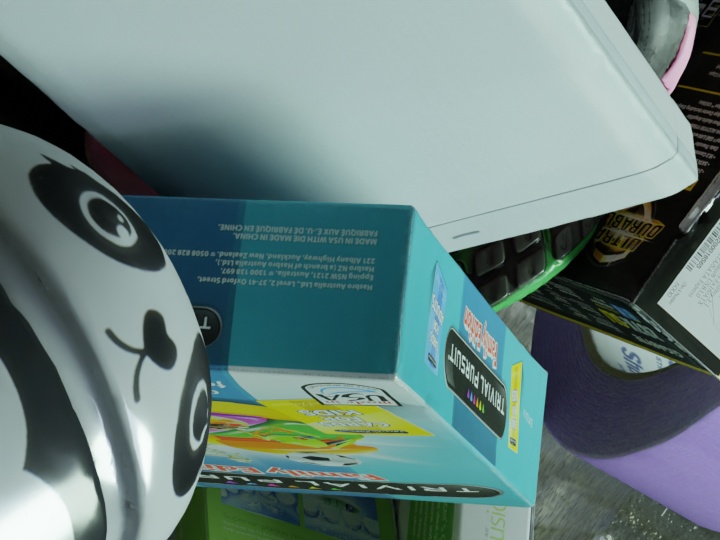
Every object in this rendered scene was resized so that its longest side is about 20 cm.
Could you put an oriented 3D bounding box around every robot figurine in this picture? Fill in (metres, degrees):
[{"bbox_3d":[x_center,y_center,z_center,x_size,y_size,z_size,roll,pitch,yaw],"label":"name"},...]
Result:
[{"bbox_3d":[-0.124,0.048,0.588,0.200,0.125,0.150,-33,153,-33],"label":"robot figurine"}]

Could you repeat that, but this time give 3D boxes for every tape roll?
[{"bbox_3d":[0.148,-0.008,0.981,0.200,0.066,0.200,-47,-154,31],"label":"tape roll"}]

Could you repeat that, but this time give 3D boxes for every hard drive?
[{"bbox_3d":[-0.007,-0.055,0.680,0.200,0.132,0.027,44,37,-57],"label":"hard drive"}]

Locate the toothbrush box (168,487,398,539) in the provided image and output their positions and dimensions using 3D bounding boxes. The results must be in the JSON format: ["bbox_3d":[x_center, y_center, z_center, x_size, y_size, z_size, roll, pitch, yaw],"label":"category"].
[{"bbox_3d":[-0.051,0.146,1.020,0.200,0.086,0.146,-100,-147,-55],"label":"toothbrush box"}]

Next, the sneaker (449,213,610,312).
[{"bbox_3d":[0.000,0.000,0.910,0.200,0.078,0.085,-24,165,27],"label":"sneaker"}]

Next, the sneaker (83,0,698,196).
[{"bbox_3d":[0.002,-0.055,0.778,0.200,0.079,0.095,-18,174,36],"label":"sneaker"}]

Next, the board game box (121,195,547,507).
[{"bbox_3d":[-0.038,0.026,0.766,0.200,0.151,0.047,46,48,-70],"label":"board game box"}]

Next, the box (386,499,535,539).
[{"bbox_3d":[0.011,0.148,1.037,0.200,0.036,0.145,128,-27,-56],"label":"box"}]

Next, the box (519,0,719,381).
[{"bbox_3d":[0.107,-0.055,0.942,0.160,0.049,0.200,-55,-156,-7],"label":"box"}]
